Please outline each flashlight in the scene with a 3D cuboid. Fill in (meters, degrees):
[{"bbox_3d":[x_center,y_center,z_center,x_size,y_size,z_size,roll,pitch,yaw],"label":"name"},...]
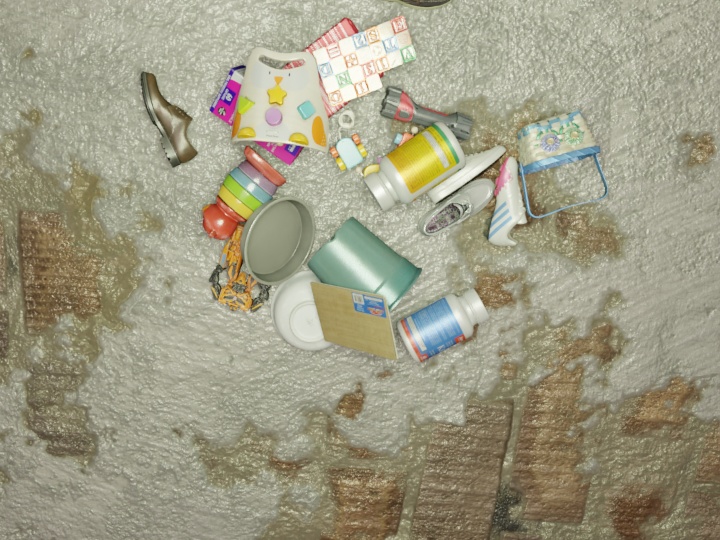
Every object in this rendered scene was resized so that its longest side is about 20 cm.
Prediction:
[{"bbox_3d":[0.143,-0.340,1.209,0.198,0.068,0.068,14,94,-11],"label":"flashlight"}]

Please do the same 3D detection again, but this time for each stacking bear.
[{"bbox_3d":[-0.263,-0.154,1.198,0.114,0.121,0.200,40,93,-17],"label":"stacking bear"}]

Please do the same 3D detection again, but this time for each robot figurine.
[{"bbox_3d":[-0.268,0.003,1.278,0.144,0.058,0.202,18,102,-6],"label":"robot figurine"}]

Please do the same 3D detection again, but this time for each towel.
[{"bbox_3d":[-0.065,-0.423,1.199,0.199,0.023,0.145,-35,105,8],"label":"towel"}]

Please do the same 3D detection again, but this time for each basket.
[{"bbox_3d":[0.425,-0.229,1.206,0.175,0.139,0.202,-18,96,3],"label":"basket"}]

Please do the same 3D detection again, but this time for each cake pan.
[{"bbox_3d":[-0.182,-0.068,1.217,0.037,0.199,0.202,26,106,36],"label":"cake pan"}]

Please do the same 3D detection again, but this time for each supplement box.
[{"bbox_3d":[-0.197,-0.326,1.170,0.199,0.104,0.101,32,112,-10],"label":"supplement box"}]

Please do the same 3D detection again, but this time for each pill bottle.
[{"bbox_3d":[0.194,0.124,1.299,0.199,0.112,0.113,-29,104,6],"label":"pill bottle"},{"bbox_3d":[0.109,-0.211,1.164,0.199,0.113,0.113,-33,103,3],"label":"pill bottle"}]

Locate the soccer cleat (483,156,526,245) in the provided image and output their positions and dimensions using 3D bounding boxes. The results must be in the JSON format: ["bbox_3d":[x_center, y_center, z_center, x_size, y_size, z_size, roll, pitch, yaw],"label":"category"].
[{"bbox_3d":[0.339,-0.151,1.250,0.086,0.070,0.202,17,113,23],"label":"soccer cleat"}]

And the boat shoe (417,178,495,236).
[{"bbox_3d":[0.219,-0.141,1.255,0.199,0.069,0.072,-27,103,2],"label":"boat shoe"}]

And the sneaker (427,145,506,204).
[{"bbox_3d":[0.226,-0.235,1.232,0.199,0.073,0.085,-33,84,-4],"label":"sneaker"}]

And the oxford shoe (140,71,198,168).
[{"bbox_3d":[-0.407,-0.330,1.192,0.084,0.073,0.202,-24,107,-12],"label":"oxford shoe"}]

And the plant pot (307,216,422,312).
[{"bbox_3d":[0.000,0.000,1.230,0.196,0.200,0.200,45,99,-4],"label":"plant pot"}]

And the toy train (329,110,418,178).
[{"bbox_3d":[0.032,-0.267,1.228,0.198,0.056,0.151,19,101,-10],"label":"toy train"}]

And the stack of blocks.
[{"bbox_3d":[0.012,-0.432,1.157,0.198,0.059,0.116,-21,107,4],"label":"stack of blocks"}]

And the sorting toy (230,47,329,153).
[{"bbox_3d":[-0.157,-0.332,1.073,0.198,0.107,0.182,5,93,2],"label":"sorting toy"}]

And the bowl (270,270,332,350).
[{"bbox_3d":[-0.114,0.107,1.295,0.199,0.090,0.203,-1,105,-2],"label":"bowl"}]

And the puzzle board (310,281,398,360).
[{"bbox_3d":[-0.013,0.102,1.171,0.199,0.017,0.152,9,122,37],"label":"puzzle board"}]

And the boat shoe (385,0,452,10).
[{"bbox_3d":[0.102,-0.584,1.142,0.198,0.065,0.073,8,102,-5],"label":"boat shoe"}]
